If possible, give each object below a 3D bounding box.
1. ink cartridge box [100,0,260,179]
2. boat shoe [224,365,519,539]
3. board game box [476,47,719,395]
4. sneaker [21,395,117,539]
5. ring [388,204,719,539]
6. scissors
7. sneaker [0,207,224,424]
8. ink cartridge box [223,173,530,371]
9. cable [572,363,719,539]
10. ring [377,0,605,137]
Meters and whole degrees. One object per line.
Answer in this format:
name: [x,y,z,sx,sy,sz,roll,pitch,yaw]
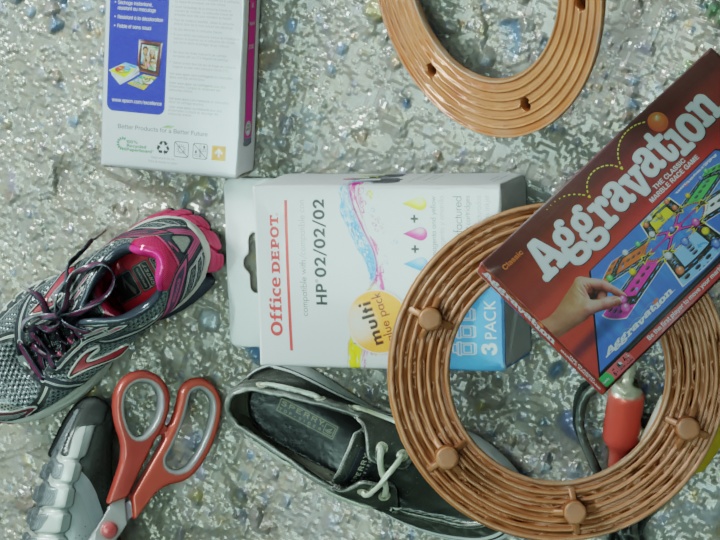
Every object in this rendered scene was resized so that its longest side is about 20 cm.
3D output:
ink cartridge box: [-0.112,-0.161,1.709,0.094,0.037,0.201,6,103,18]
boat shoe: [0.007,0.120,1.701,0.200,0.064,0.071,23,105,13]
board game box: [0.173,-0.031,1.584,0.103,0.019,0.200,44,72,9]
sneaker: [-0.163,0.189,1.776,0.115,0.075,0.200,17,90,-11]
ring: [0.116,0.061,1.603,0.200,0.019,0.201,0,93,2]
scissors: [-0.148,0.158,1.737,0.073,0.014,0.200,22,82,-20]
sneaker: [-0.182,0.028,1.742,0.200,0.075,0.081,-39,86,21]
ink cartridge box: [0.000,0.000,1.681,0.200,0.068,0.115,0,98,18]
cable: [0.161,0.145,1.660,0.097,0.050,0.200,16,103,6]
ring: [0.076,-0.178,1.608,0.200,0.019,0.201,23,122,44]
